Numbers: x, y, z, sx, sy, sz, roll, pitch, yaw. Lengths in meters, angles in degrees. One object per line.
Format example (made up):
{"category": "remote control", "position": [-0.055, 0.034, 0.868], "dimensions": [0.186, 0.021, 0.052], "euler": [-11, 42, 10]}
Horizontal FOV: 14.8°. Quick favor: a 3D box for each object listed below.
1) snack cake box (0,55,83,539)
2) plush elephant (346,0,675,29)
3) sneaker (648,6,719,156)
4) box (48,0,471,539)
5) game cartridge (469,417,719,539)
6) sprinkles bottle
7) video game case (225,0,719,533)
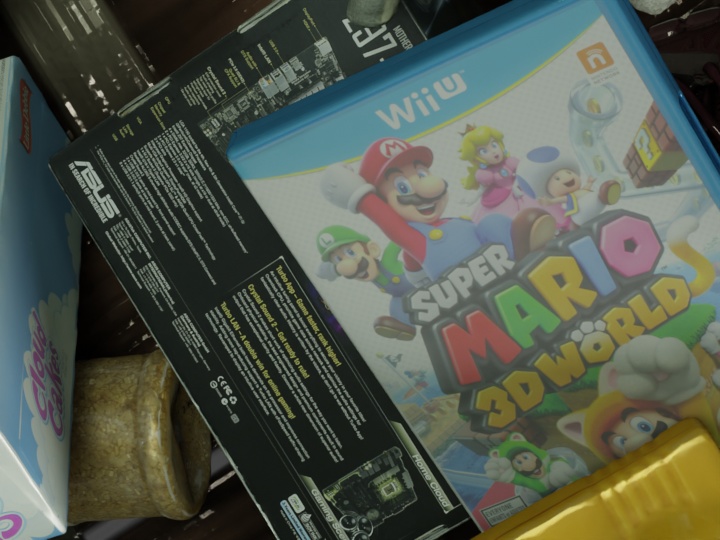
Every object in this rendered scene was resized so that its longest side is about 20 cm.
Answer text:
{"category": "snack cake box", "position": [-0.168, 0.021, 1.029], "dimensions": [0.115, 0.067, 0.200], "euler": [-17, 41, 13]}
{"category": "plush elephant", "position": [0.063, -0.152, 0.954], "dimensions": [0.155, 0.200, 0.165], "euler": [-30, 42, 50]}
{"category": "sneaker", "position": [0.140, -0.069, 0.986], "dimensions": [0.200, 0.116, 0.076], "euler": [-25, 84, 12]}
{"category": "box", "position": [0.000, 0.000, 1.031], "dimensions": [0.160, 0.044, 0.200], "euler": [-33, 88, 24]}
{"category": "game cartridge", "position": [0.073, 0.173, 0.963], "dimensions": [0.200, 0.032, 0.176], "euler": [-30, 100, 5]}
{"category": "sprinkles bottle", "position": [-0.161, 0.071, 1.086], "dimensions": [0.200, 0.068, 0.068], "euler": [-5, 88, 14]}
{"category": "video game case", "position": [0.066, 0.006, 0.944], "dimensions": [0.143, 0.018, 0.200], "euler": [-23, 117, 21]}
